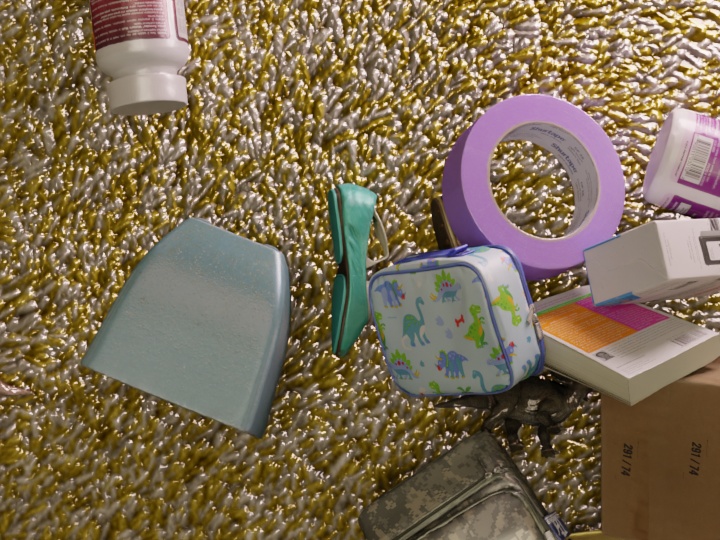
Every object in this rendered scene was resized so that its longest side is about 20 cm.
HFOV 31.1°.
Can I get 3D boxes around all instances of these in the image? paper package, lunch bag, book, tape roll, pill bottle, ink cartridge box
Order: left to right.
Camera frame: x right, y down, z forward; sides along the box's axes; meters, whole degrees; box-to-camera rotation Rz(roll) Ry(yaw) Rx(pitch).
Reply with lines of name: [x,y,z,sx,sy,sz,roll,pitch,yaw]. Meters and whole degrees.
pill bottle: [-0.256,-0.287,1.497,0.108,0.110,0.202,-6,88,3]
lunch bag: [0.104,0.053,1.427,0.082,0.199,0.162,-25,100,-39]
lunch bag: [0.121,0.302,1.420,0.199,0.140,0.168,-32,52,1]
tape roll: [0.195,-0.093,1.458,0.198,0.066,0.202,4,76,-16]
book: [0.271,0.072,1.404,0.133,0.200,0.048,-22,115,-26]
ink cartridge box: [0.357,-0.011,1.418,0.199,0.116,0.068,-3,77,-35]
paper package: [0.358,0.193,1.401,0.189,0.103,0.202,6,107,37]
pill bottle: [0.429,-0.101,1.458,0.198,0.112,0.113,19,90,3]

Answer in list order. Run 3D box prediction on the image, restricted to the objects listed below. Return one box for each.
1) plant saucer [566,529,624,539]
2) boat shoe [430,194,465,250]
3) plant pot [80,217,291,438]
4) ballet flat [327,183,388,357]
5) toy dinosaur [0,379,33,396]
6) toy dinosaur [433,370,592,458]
plant saucer: [0.286,0.394,1.486,0.198,0.048,0.202,-7,88,2]
boat shoe: [0.142,0.000,1.494,0.067,0.072,0.201,-25,91,-8]
plant pot: [-0.169,0.058,1.451,0.194,0.196,0.201,22,82,3]
ballet flat: [0.000,0.000,1.502,0.070,0.067,0.202,-1,91,-11]
toy dinosaur: [-0.495,0.156,1.520,0.199,0.086,0.136,-30,46,-16]
toy dinosaur: [0.187,0.154,1.488,0.198,0.077,0.103,-5,46,14]
